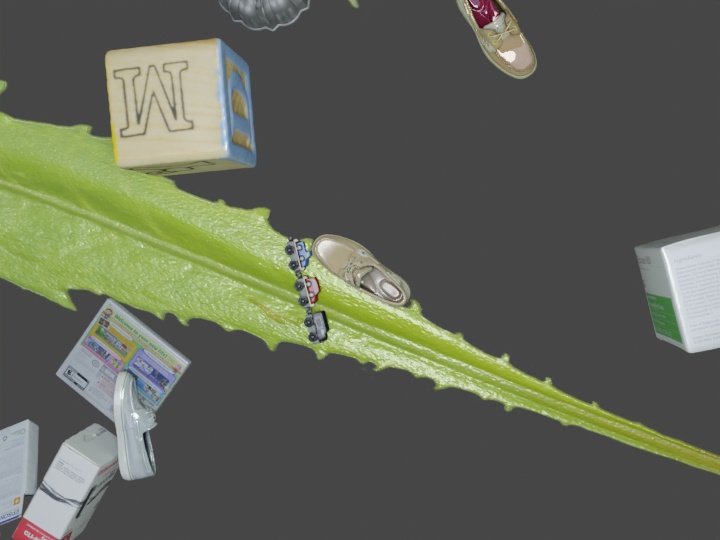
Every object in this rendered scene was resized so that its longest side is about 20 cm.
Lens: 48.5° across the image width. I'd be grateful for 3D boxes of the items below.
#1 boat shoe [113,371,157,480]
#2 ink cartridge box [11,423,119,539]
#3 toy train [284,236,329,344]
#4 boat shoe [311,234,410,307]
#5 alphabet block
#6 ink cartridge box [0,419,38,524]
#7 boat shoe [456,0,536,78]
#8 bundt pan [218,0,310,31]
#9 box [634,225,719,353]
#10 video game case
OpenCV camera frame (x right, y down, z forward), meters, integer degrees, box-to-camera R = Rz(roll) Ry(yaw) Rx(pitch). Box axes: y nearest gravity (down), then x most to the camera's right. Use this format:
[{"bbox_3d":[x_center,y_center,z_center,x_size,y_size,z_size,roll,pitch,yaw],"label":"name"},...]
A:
[{"bbox_3d":[-0.406,0.282,1.461,0.071,0.070,0.202,-4,95,-3],"label":"boat shoe"},{"bbox_3d":[-0.524,0.398,1.459,0.083,0.144,0.201,30,96,3],"label":"ink cartridge box"},{"bbox_3d":[-0.094,0.033,1.445,0.045,0.034,0.201,-15,91,4],"label":"toy train"},{"bbox_3d":[0.000,0.000,1.415,0.199,0.065,0.072,34,96,5],"label":"boat shoe"},{"bbox_3d":[-0.303,-0.274,1.383,0.198,0.195,0.198,-4,90,6],"label":"alphabet block"},{"bbox_3d":[-0.692,0.400,1.479,0.198,0.041,0.201,-21,50,8],"label":"ink cartridge box"},{"bbox_3d":[0.230,-0.416,1.369,0.074,0.066,0.200,-39,87,7],"label":"boat shoe"},{"bbox_3d":[-0.175,-0.534,1.414,0.200,0.076,0.203,0,91,7],"label":"bundt pan"},{"bbox_3d":[0.572,0.019,1.274,0.199,0.199,0.173,-13,90,8],"label":"box"},{"bbox_3d":[-0.446,0.184,1.503,0.200,0.022,0.182,37,96,5],"label":"video game case"}]
